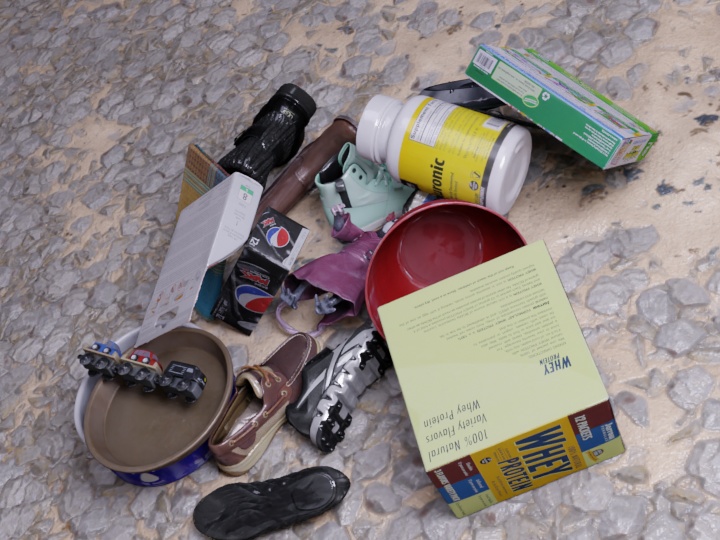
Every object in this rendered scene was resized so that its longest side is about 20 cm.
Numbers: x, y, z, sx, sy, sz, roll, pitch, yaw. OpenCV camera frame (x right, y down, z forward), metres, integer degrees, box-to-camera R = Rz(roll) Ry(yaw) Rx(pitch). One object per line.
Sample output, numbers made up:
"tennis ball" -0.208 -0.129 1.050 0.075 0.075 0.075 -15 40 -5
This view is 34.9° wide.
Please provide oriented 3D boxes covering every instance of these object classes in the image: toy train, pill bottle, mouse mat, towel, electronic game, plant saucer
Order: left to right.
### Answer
"toy train" -0.261 0.116 1.364 0.197 0.034 0.046 10 53 33
"plant saucer" -0.236 0.156 1.359 0.197 0.030 0.202 -14 46 15
"towel" -0.213 -0.052 1.553 0.021 0.203 0.146 -3 29 -35
"pill bottle" 0.099 -0.147 1.389 0.197 0.112 0.112 21 61 22
"electronic game" 0.166 -0.235 1.542 0.196 0.042 0.200 -8 13 2
"mouse mat" 0.231 -0.177 1.434 0.160 0.198 0.008 22 100 38

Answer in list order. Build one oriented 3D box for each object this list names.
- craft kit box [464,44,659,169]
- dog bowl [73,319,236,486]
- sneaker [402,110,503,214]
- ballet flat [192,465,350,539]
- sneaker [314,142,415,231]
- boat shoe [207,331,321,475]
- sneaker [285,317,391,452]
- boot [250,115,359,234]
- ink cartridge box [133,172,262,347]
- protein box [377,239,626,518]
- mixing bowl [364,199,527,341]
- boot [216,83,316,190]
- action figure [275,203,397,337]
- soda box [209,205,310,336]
"craft kit box" 0.241 -0.196 1.350 0.199 0.197 0.049 38 115 17
"dog bowl" -0.254 0.165 1.438 0.197 0.079 0.202 -15 46 16
"sneaker" 0.138 -0.122 1.495 0.201 0.089 0.079 -54 5 -21
"ballet flat" -0.102 0.268 1.300 0.197 0.057 0.068 -16 73 21
"sneaker" 0.035 -0.131 1.523 0.198 0.119 0.074 -31 42 -4
"boat shoe" -0.118 0.148 1.387 0.071 0.072 0.201 18 62 38
"sneaker" -0.025 0.116 1.371 0.090 0.067 0.201 17 63 34
"boot" -0.086 -0.116 1.573 0.200 0.064 0.186 -46 8 -20
"ink cartridge box" -0.198 -0.004 1.403 0.160 0.050 0.203 -25 46 52
"protein box" 0.148 0.115 1.213 0.196 0.135 0.202 -22 54 7
"mixing bowl" 0.100 -0.003 1.346 0.197 0.202 0.109 -22 23 7
"boot" -0.143 -0.159 1.605 0.079 0.211 0.159 32 69 -2
"action figure" 0.000 0.000 1.463 0.133 0.150 0.200 37 51 15
"soda box" -0.129 0.005 1.439 0.063 0.200 0.071 28 58 -5
